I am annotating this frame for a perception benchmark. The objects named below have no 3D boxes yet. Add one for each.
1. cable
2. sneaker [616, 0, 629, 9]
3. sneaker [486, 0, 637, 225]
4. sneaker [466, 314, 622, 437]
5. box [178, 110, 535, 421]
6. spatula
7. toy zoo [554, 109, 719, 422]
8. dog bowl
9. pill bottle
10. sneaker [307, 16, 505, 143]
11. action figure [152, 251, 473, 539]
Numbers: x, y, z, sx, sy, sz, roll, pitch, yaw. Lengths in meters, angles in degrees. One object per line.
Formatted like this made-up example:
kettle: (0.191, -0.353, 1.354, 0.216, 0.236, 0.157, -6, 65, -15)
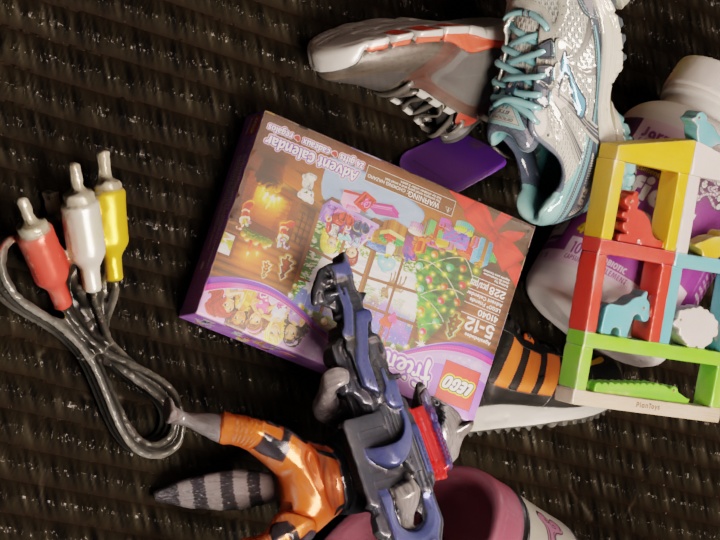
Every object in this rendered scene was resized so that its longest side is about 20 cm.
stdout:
cable: (-0.159, 0.034, 1.586, 0.097, 0.050, 0.200, -32, 111, -35)
sneaker: (0.137, -0.270, 1.734, 0.099, 0.070, 0.200, -42, 78, 0)
sneaker: (0.121, -0.118, 1.709, 0.086, 0.078, 0.200, -29, 118, -28)
sneaker: (0.098, 0.058, 1.780, 0.200, 0.070, 0.090, -7, 100, -36)
box: (0.000, 0.000, 1.683, 0.200, 0.039, 0.137, 22, 78, -19)
spatula: (0.107, -0.082, 1.801, 0.200, 0.056, 0.021, -12, 125, -45)
toy zoo: (0.199, -0.006, 1.743, 0.131, 0.020, 0.201, 8, 92, -35)
dog bowl: (0.038, 0.205, 1.658, 0.074, 0.200, 0.200, 50, 63, -26)
pill bottle: (0.206, -0.044, 1.825, 0.112, 0.112, 0.200, 41, 73, -32)
sneaker: (0.052, -0.122, 1.734, 0.200, 0.077, 0.082, -5, 102, -38)
action figure: (-0.027, 0.098, 1.631, 0.193, 0.105, 0.201, -7, 79, -19)
